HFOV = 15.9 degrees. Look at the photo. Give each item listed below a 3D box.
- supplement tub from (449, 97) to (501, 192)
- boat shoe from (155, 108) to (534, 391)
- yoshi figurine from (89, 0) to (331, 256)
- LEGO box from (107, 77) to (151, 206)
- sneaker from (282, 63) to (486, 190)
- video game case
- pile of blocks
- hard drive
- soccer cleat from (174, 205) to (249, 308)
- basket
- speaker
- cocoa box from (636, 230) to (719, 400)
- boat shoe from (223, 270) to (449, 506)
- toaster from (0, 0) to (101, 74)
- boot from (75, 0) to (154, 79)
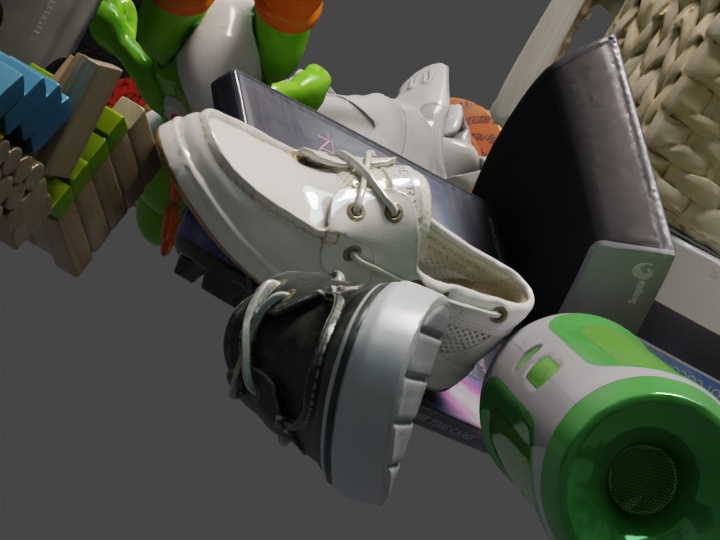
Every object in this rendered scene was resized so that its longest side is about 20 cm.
[{"bbox_3d":[0.081,-0.016,1.523,0.122,0.123,0.200,31,-7,34],"label":"supplement tub"},{"bbox_3d":[-0.001,-0.021,1.063,0.200,0.069,0.071,33,29,-43],"label":"boat shoe"},{"bbox_3d":[-0.070,-0.097,1.233,0.112,0.201,0.112,-26,62,-34],"label":"yoshi figurine"},{"bbox_3d":[-0.160,-0.104,1.501,0.148,0.077,0.200,30,4,4],"label":"LEGO box"},{"bbox_3d":[-0.004,-0.074,1.431,0.200,0.114,0.075,56,-10,52],"label":"sneaker"},{"bbox_3d":[0.013,0.004,1.163,0.200,0.019,0.144,26,43,-48],"label":"video game case"},{"bbox_3d":[-0.140,-0.055,0.938,0.062,0.082,0.200,30,4,18],"label":"pile of blocks"},{"bbox_3d":[0.093,-0.009,1.257,0.042,0.136,0.200,-3,-28,-16],"label":"hard drive"},{"bbox_3d":[0.000,0.000,1.218,0.200,0.084,0.065,26,0,-39],"label":"soccer cleat"},{"bbox_3d":[0.196,-0.080,1.388,0.199,0.136,0.123,26,9,-35],"label":"basket"},{"bbox_3d":[0.099,0.069,1.039,0.088,0.089,0.200,28,4,-8],"label":"speaker"},{"bbox_3d":[0.190,0.065,1.407,0.199,0.132,0.133,28,4,-10],"label":"cocoa box"},{"bbox_3d":[-0.014,0.036,0.871,0.070,0.073,0.200,20,-7,0],"label":"boat shoe"},{"bbox_3d":[-0.192,-0.152,1.103,0.199,0.182,0.119,29,5,-11],"label":"toaster"},{"bbox_3d":[-0.154,-0.149,1.321,0.199,0.098,0.075,-12,-29,42],"label":"boot"}]
